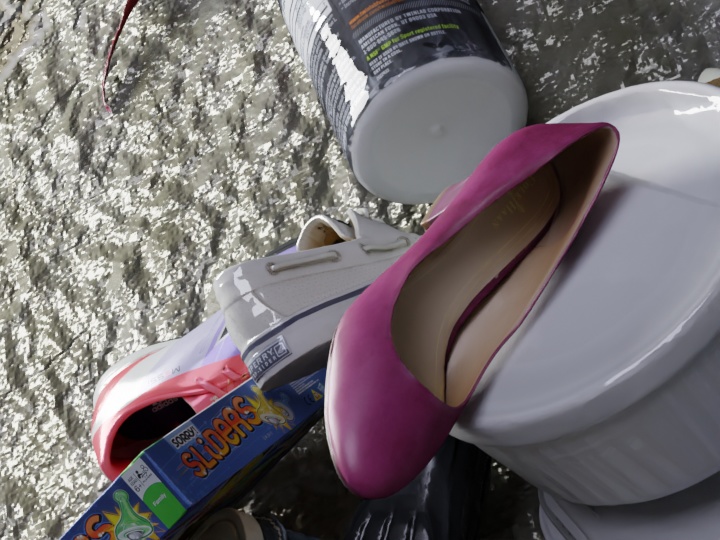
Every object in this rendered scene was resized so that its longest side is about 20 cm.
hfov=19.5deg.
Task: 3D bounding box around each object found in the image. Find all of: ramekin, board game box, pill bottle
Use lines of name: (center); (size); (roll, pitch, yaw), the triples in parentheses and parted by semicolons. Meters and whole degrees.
ramekin: (0.122, 0.017, 0.969); (0.201, 0.094, 0.203); (-29, 34, 22)
board game box: (-0.088, 0.109, 1.022); (0.034, 0.200, 0.135); (46, 115, 5)
pill bottle: (0.015, -0.140, 1.196); (0.106, 0.106, 0.201); (-32, 48, 10)

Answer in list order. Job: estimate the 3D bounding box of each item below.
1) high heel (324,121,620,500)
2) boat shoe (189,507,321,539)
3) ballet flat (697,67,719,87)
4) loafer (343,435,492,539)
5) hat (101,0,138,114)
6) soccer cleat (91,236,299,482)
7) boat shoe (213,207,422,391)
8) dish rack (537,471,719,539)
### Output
high heel: (0.049, 0.009, 0.899); (0.096, 0.067, 0.201); (-28, 30, 42)
boat shoe: (-0.084, 0.192, 1.041); (0.201, 0.061, 0.075); (-55, 34, 27)
ballet flat: (0.161, -0.067, 1.089); (0.199, 0.068, 0.073); (-17, 32, 27)
loafer: (0.032, 0.124, 1.027); (0.068, 0.070, 0.202); (-5, 63, 34)
hat: (-0.138, -0.238, 1.425); (0.199, 0.177, 0.165); (-22, 34, -34)
soccer cleat: (-0.062, 0.049, 1.133); (0.199, 0.068, 0.073); (-32, 27, 16)
boat shoe: (0.000, 0.000, 1.057); (0.071, 0.199, 0.070); (-40, 77, 40)
dish rack: (0.179, 0.105, 0.963); (0.172, 0.044, 0.200); (-43, 45, 2)
